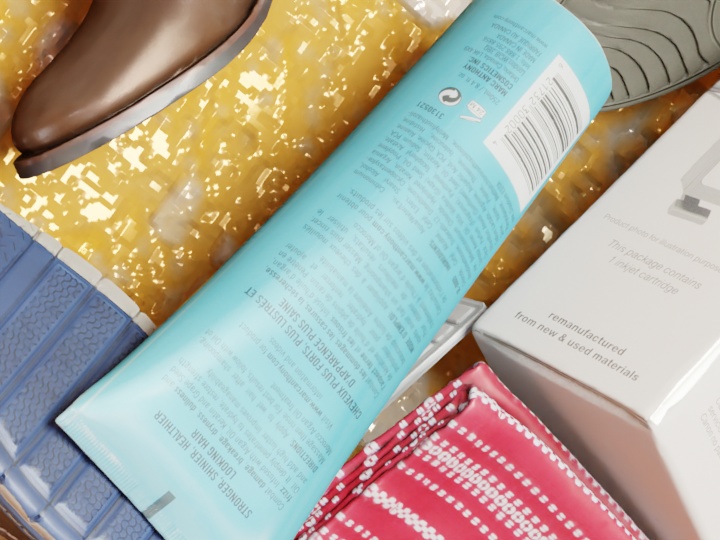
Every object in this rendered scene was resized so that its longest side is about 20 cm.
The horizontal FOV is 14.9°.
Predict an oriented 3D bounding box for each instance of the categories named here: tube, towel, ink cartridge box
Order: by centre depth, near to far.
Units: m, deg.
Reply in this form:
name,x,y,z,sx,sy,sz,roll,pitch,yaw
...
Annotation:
name,x,y,z,sx,sy,sz,roll,pitch,yaw
tube,0.000,0.000,0.792,0.077,0.050,0.200,46,62,-13
towel,0.004,0.138,0.816,0.200,0.022,0.145,-40,110,9
ink cartridge box,0.150,0.011,0.857,0.200,0.083,0.147,-44,132,-16

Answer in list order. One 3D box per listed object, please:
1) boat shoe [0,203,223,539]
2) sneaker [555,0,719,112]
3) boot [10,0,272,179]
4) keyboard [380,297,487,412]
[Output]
name,x,y,z,sx,sy,sz,roll,pitch,yaw
boat shoe,-0.117,0.022,0.776,0.200,0.072,0.072,49,50,-6
sneaker,0.111,-0.144,0.877,0.200,0.106,0.075,-45,130,13
boot,-0.090,-0.153,0.788,0.200,0.064,0.186,52,60,-19
keyboard,-0.045,0.071,0.817,0.200,0.056,0.011,-42,108,-16
